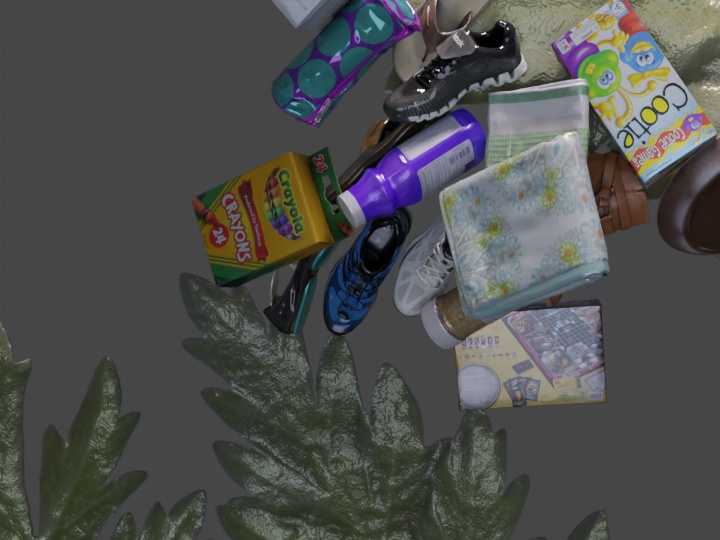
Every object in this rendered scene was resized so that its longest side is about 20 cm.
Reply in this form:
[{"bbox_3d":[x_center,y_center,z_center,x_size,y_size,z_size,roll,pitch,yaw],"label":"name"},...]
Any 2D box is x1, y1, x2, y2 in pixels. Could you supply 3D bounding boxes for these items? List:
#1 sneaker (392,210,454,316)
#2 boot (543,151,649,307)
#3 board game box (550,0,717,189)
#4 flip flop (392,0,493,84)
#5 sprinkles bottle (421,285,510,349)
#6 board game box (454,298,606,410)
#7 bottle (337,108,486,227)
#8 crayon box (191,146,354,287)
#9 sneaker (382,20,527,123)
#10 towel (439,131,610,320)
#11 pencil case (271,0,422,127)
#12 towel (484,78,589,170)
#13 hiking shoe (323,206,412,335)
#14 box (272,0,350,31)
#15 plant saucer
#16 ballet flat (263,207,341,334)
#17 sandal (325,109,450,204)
[{"bbox_3d":[0.099,-0.018,1.399,0.075,0.115,0.201,32,105,0],"label":"sneaker"},{"bbox_3d":[0.295,-0.054,1.392,0.153,0.074,0.202,-5,107,2],"label":"boot"},{"bbox_3d":[0.331,-0.213,1.308,0.104,0.103,0.201,-34,81,13],"label":"board game box"},{"bbox_3d":[0.111,-0.318,1.360,0.081,0.058,0.200,41,104,-3],"label":"flip flop"},{"bbox_3d":[0.170,0.027,1.365,0.199,0.068,0.068,-33,97,30],"label":"sprinkles bottle"},{"bbox_3d":[0.227,0.114,1.454,0.198,0.035,0.137,-4,102,8],"label":"board game box"},{"bbox_3d":[0.065,-0.125,1.367,0.199,0.084,0.065,-33,64,-9],"label":"bottle"},{"bbox_3d":[-0.116,-0.070,1.410,0.199,0.051,0.128,-23,79,24],"label":"crayon box"},{"bbox_3d":[0.113,-0.252,1.333,0.198,0.067,0.091,-24,138,-10],"label":"sneaker"},{"bbox_3d":[0.186,-0.047,1.260,0.199,0.048,0.173,-22,73,38],"label":"towel"},{"bbox_3d":[-0.019,-0.270,1.364,0.200,0.085,0.093,-43,60,21],"label":"pencil case"},{"bbox_3d":[0.206,-0.123,1.298,0.148,0.031,0.202,-1,83,47],"label":"towel"},{"bbox_3d":[0.000,0.000,1.431,0.074,0.087,0.201,26,105,1],"label":"hiking shoe"},{"bbox_3d":[-0.085,-0.390,1.296,0.105,0.200,0.184,-40,95,12],"label":"box"},{"bbox_3d":[0.460,-0.088,1.321,0.198,0.032,0.201,-12,136,-11],"label":"plant saucer"},{"bbox_3d":[-0.078,-0.008,1.452,0.068,0.068,0.201,29,104,10],"label":"ballet flat"},{"bbox_3d":[0.028,-0.161,1.408,0.199,0.082,0.055,-38,70,18],"label":"sandal"}]
